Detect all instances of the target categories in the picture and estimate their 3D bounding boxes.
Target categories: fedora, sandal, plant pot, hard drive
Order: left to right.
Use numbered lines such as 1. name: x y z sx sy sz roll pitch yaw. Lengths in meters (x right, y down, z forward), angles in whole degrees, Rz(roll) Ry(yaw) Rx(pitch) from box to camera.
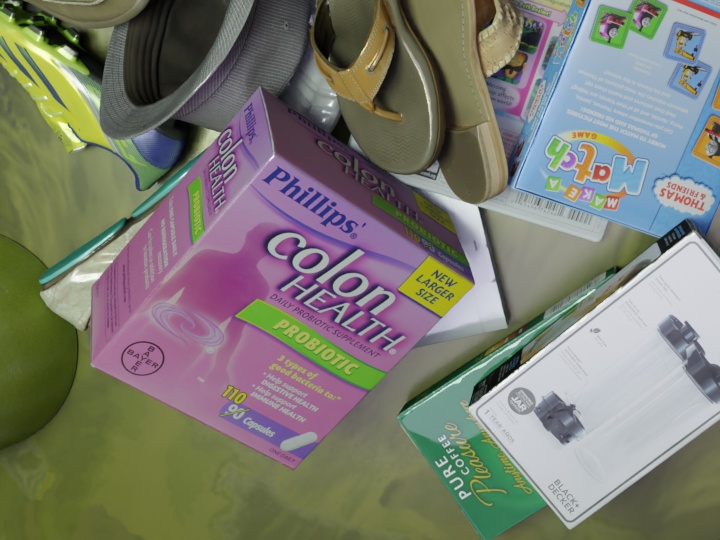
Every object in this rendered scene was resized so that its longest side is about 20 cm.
1. plant pot: -0.336 0.076 1.006 0.187 0.200 0.187 2 102 10
2. fedora: -0.098 -0.166 0.944 0.177 0.090 0.200 -23 54 42
3. sandal: -0.010 -0.179 0.978 0.082 0.050 0.203 36 98 18
4. sandal: -0.001 -0.155 0.887 0.080 0.054 0.200 0 113 36
5. hard drive: 0.000 0.000 1.022 0.200 0.026 0.132 -13 98 12
6. sandal: 0.078 -0.154 0.908 0.070 0.078 0.212 -27 117 -29

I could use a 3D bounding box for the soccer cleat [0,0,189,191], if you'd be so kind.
1. soccer cleat: -0.223 -0.134 1.016 0.200 0.065 0.084 34 111 2

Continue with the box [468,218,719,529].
1. box: 0.188 0.072 0.940 0.200 0.060 0.117 -41 92 14

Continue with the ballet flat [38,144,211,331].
1. ballet flat: -0.158 -0.023 1.029 0.200 0.067 0.062 -35 103 20

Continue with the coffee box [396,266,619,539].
1. coffee box: 0.141 0.100 1.007 0.200 0.044 0.123 -36 94 14

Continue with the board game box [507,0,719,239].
1. board game box: 0.204 -0.129 0.931 0.151 0.037 0.200 18 103 -14

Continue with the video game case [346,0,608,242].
1. video game case: 0.109 -0.132 0.952 0.200 0.024 0.182 16 104 -10

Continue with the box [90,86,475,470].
1. box: -0.057 0.011 0.929 0.176 0.097 0.200 32 112 -28

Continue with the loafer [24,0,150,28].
1. loafer: -0.230 -0.224 0.962 0.200 0.067 0.076 14 85 29
